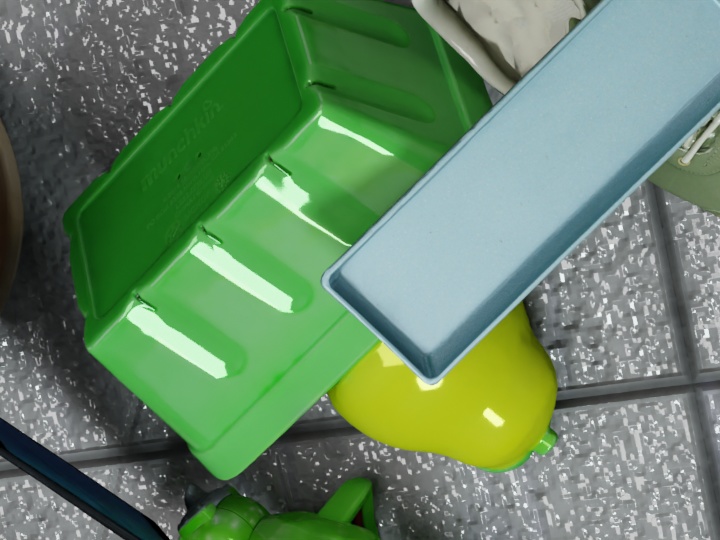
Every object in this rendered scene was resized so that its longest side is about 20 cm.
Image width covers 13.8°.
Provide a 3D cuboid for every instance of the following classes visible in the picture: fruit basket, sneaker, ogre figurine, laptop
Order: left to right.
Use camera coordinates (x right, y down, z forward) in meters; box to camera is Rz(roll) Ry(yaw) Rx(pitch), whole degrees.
[{"bbox_3d":[-0.130,0.029,1.292,0.103,0.177,0.201,-2,95,-12],"label":"laptop"},{"bbox_3d":[-0.020,0.163,1.352,0.200,0.098,0.120,27,129,42],"label":"ogre figurine"},{"bbox_3d":[0.000,0.000,1.298,0.215,0.156,0.216,-8,133,-8],"label":"fruit basket"},{"bbox_3d":[0.101,-0.078,1.243,0.200,0.090,0.067,37,112,9],"label":"sneaker"}]

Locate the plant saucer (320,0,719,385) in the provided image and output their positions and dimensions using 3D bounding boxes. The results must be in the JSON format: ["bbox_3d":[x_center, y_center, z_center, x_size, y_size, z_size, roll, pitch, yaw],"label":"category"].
[{"bbox_3d":[0.075,-0.046,1.202,0.200,0.019,0.070,-44,112,6],"label":"plant saucer"}]

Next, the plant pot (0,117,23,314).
[{"bbox_3d":[-0.265,-0.027,1.379,0.093,0.200,0.201,10,111,62],"label":"plant pot"}]
